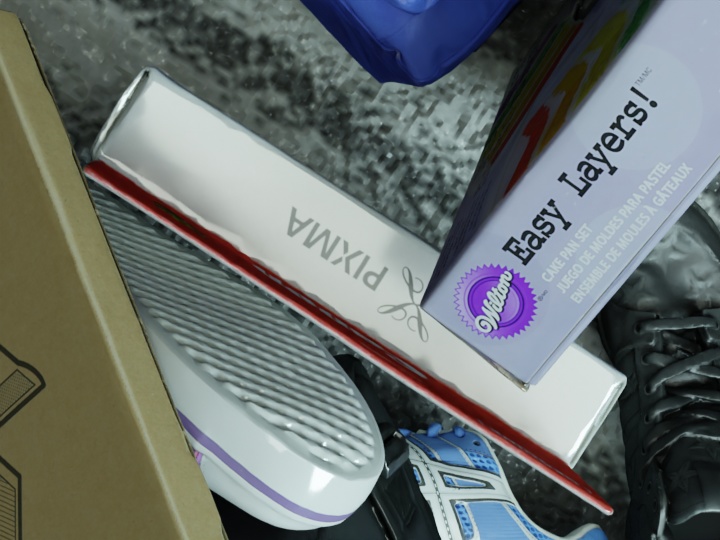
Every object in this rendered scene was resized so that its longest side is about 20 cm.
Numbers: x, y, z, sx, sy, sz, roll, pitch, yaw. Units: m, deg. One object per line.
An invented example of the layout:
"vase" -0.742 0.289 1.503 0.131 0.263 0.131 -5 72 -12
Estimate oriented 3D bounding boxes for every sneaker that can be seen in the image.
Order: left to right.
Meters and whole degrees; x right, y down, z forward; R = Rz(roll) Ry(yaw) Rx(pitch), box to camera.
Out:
"sneaker" -0.080 0.048 0.656 0.200 0.072 0.115 35 107 37
"sneaker" 0.004 0.087 0.799 0.199 0.076 0.077 35 69 -6
"sneaker" 0.126 0.072 0.782 0.060 0.104 0.201 -5 95 -4

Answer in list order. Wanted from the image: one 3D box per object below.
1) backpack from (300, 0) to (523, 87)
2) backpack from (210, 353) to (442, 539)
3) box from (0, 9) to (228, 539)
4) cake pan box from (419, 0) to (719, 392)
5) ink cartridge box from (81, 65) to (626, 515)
"backpack" 0.045 -0.177 0.728 0.200 0.168 0.163 -43 103 -3
"backpack" -0.014 0.160 0.691 0.153 0.164 0.200 -23 119 25
"box" -0.119 0.051 0.629 0.163 0.021 0.201 -40 63 32
"cake pan box" 0.104 -0.082 0.699 0.052 0.200 0.184 36 122 -6
"ink cartridge box" 0.000 0.000 0.731 0.199 0.174 0.044 33 90 -6
